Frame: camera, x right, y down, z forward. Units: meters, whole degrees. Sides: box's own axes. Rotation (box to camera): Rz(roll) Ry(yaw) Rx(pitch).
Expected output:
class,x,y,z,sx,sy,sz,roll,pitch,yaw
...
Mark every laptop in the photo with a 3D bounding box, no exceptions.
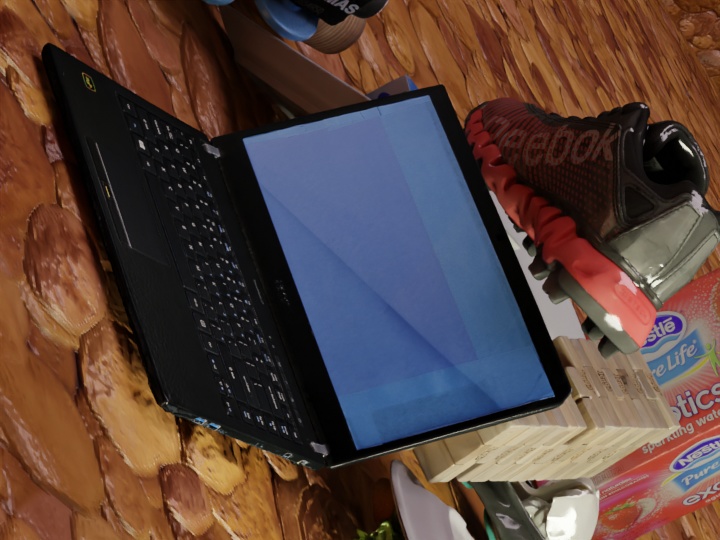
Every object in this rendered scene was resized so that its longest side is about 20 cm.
class,x,y,z,sx,sy,sz,roll,pitch,yaw
laptop,-0.020,-0.017,0.991,0.200,0.103,0.178,30,34,-57

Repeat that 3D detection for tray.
class,x,y,z,sx,sy,sz,roll,pitch,yaw
tray,-0.003,-0.071,1.193,0.107,0.022,0.200,45,-5,-40

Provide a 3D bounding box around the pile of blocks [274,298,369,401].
class,x,y,z,sx,sy,sz,roll,pitch,yaw
pile of blocks,0.000,0.000,1.107,0.062,0.082,0.200,59,15,-13

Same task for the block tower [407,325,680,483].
class,x,y,z,sx,sy,sz,roll,pitch,yaw
block tower,0.084,0.067,1.127,0.200,0.058,0.054,6,54,-57

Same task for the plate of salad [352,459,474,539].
class,x,y,z,sx,sy,sz,roll,pitch,yaw
plate of salad,0.049,0.179,1.030,0.200,0.048,0.201,-90,154,-79

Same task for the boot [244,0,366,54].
class,x,y,z,sx,sy,sz,roll,pitch,yaw
boot,-0.065,-0.231,1.319,0.155,0.073,0.201,35,29,-53

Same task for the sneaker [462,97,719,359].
class,x,y,z,sx,sy,sz,roll,pitch,yaw
sneaker,0.111,-0.041,1.096,0.071,0.098,0.201,45,7,-30

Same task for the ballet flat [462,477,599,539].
class,x,y,z,sx,sy,sz,roll,pitch,yaw
ballet flat,0.083,0.111,1.221,0.201,0.068,0.068,61,12,-7

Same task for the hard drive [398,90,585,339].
class,x,y,z,sx,sy,sz,roll,pitch,yaw
hard drive,0.077,-0.009,1.329,0.200,0.026,0.132,38,28,-60

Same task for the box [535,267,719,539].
class,x,y,z,sx,sy,sz,roll,pitch,yaw
box,0.201,0.078,1.425,0.095,0.199,0.103,42,26,-54

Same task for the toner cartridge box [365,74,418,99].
class,x,y,z,sx,sy,sz,roll,pitch,yaw
toner cartridge box,0.044,-0.019,1.370,0.095,0.043,0.201,53,17,-38

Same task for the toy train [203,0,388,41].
class,x,y,z,sx,sy,sz,roll,pitch,yaw
toy train,-0.061,-0.196,1.167,0.199,0.087,0.115,24,47,-40
